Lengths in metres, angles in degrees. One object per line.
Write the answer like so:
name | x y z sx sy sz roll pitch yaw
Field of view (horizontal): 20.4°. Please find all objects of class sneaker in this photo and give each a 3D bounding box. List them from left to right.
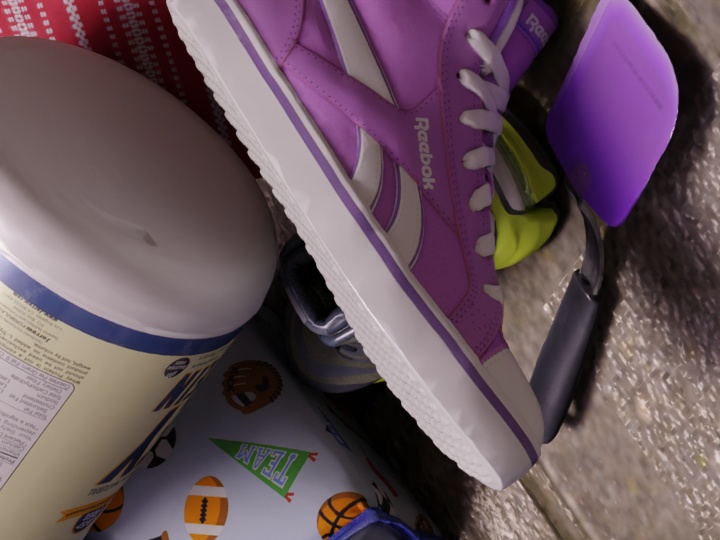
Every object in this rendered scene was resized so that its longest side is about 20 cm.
sneaker | 0.000 0.000 0.775 0.074 0.081 0.200 59 152 13
sneaker | 0.031 -0.036 0.655 0.201 0.114 0.073 60 173 11

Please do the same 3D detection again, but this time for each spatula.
spatula | 0.078 -0.004 0.699 0.200 0.020 0.057 95 154 -47

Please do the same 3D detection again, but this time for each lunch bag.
lunch bag | -0.093 0.118 0.884 0.170 0.200 0.124 53 -173 27

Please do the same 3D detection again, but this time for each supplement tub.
supplement tub | -0.139 0.028 0.760 0.145 0.145 0.200 51 119 24

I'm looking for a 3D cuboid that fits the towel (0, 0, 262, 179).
towel | -0.119 -0.087 0.787 0.023 0.199 0.145 -83 -19 -51
